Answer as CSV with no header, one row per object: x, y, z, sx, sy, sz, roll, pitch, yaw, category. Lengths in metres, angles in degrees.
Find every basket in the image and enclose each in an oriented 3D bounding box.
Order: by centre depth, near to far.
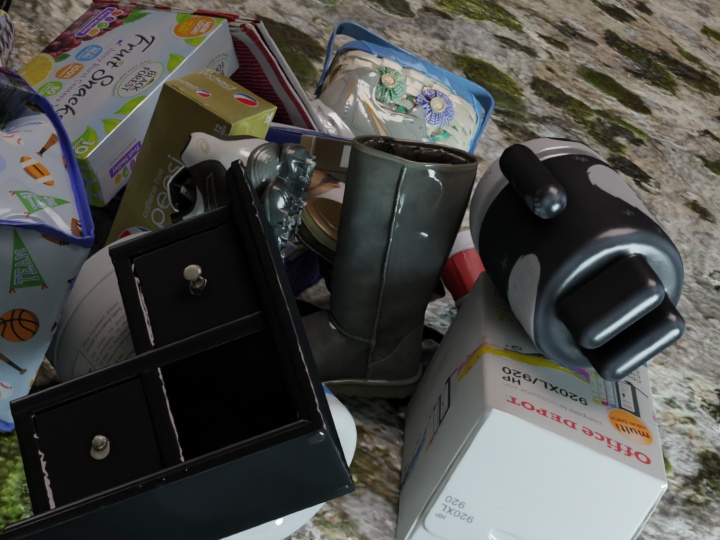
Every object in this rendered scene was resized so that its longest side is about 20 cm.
0.037,-0.147,1.765,0.175,0.140,0.201,23,37,-6,basket

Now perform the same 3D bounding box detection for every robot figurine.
0.158,-0.012,1.337,0.124,0.151,0.200,-4,36,-21,robot figurine

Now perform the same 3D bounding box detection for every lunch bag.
-0.266,-0.024,1.243,0.123,0.171,0.200,17,30,-25,lunch bag

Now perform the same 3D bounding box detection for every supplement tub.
-0.109,0.082,1.244,0.131,0.132,0.200,-6,43,-48,supplement tub

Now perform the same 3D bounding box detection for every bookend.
-0.128,0.065,1.127,0.197,0.092,0.201,-19,58,1,bookend

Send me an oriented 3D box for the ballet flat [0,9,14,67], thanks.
-0.325,-0.133,1.425,0.072,0.072,0.200,36,55,17,ballet flat

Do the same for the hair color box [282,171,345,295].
-0.079,-0.034,1.550,0.109,0.065,0.200,33,26,12,hair color box

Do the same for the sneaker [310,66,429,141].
0.040,-0.095,1.635,0.200,0.092,0.076,47,-3,-8,sneaker

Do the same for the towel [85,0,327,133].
-0.135,-0.171,1.601,0.199,0.144,0.023,12,59,37,towel

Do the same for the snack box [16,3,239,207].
-0.210,-0.137,1.480,0.141,0.053,0.200,12,45,29,snack box

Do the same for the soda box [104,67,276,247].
-0.135,-0.045,1.360,0.064,0.201,0.068,31,27,16,soda box

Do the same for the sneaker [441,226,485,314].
0.124,0.040,1.589,0.200,0.071,0.113,29,36,-63,sneaker

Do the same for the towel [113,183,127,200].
-0.173,-0.088,1.509,0.199,0.024,0.144,17,23,33,towel

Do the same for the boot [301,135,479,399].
-0.013,-0.003,1.381,0.181,0.201,0.073,-1,34,-19,boot

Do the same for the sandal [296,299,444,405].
0.025,0.065,1.487,0.199,0.048,0.075,21,27,-11,sandal

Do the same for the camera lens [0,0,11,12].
-0.392,-0.251,1.528,0.199,0.161,0.160,24,27,-7,camera lens

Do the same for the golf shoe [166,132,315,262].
-0.088,-0.042,1.289,0.094,0.200,0.078,20,62,1,golf shoe

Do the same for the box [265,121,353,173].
-0.087,-0.111,1.531,0.199,0.033,0.121,16,7,32,box

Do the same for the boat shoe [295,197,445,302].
0.000,0.000,1.505,0.200,0.065,0.073,29,26,-53,boat shoe

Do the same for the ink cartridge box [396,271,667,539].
0.123,0.129,1.360,0.146,0.145,0.200,23,27,-9,ink cartridge box
